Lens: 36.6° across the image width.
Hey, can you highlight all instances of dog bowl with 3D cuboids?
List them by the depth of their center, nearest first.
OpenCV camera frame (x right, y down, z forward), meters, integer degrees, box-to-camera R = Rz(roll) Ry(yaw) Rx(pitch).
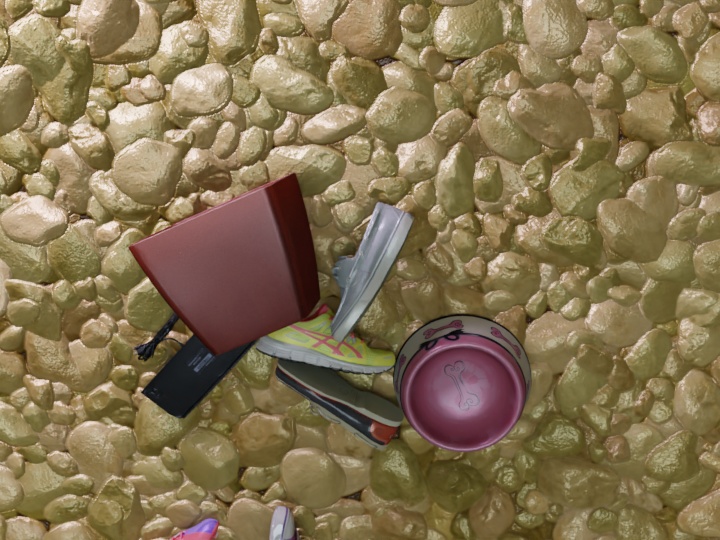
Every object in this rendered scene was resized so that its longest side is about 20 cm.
[{"bbox_3d":[0.145,0.167,1.540,0.200,0.074,0.200,1,106,4],"label":"dog bowl"}]

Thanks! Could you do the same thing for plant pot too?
[{"bbox_3d":[-0.156,-0.003,1.432,0.200,0.200,0.176,-22,97,9],"label":"plant pot"}]

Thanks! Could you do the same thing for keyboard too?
[{"bbox_3d":[-0.246,0.115,1.576,0.127,0.021,0.200,41,103,-14],"label":"keyboard"}]

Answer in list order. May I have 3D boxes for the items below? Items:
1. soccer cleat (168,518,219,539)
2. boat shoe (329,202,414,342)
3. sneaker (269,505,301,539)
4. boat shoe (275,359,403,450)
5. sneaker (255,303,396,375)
[{"bbox_3d":[-0.293,0.440,1.649,0.076,0.067,0.200,41,107,-3],"label":"soccer cleat"},{"bbox_3d":[0.000,-0.001,1.495,0.071,0.070,0.201,29,87,5],"label":"boat shoe"},{"bbox_3d":[-0.083,0.440,1.637,0.114,0.073,0.201,1,116,-1],"label":"sneaker"},{"bbox_3d":[-0.037,0.190,1.560,0.200,0.071,0.063,27,118,-1],"label":"boat shoe"},{"bbox_3d":[-0.041,0.095,1.532,0.200,0.078,0.090,13,83,-12],"label":"sneaker"}]
